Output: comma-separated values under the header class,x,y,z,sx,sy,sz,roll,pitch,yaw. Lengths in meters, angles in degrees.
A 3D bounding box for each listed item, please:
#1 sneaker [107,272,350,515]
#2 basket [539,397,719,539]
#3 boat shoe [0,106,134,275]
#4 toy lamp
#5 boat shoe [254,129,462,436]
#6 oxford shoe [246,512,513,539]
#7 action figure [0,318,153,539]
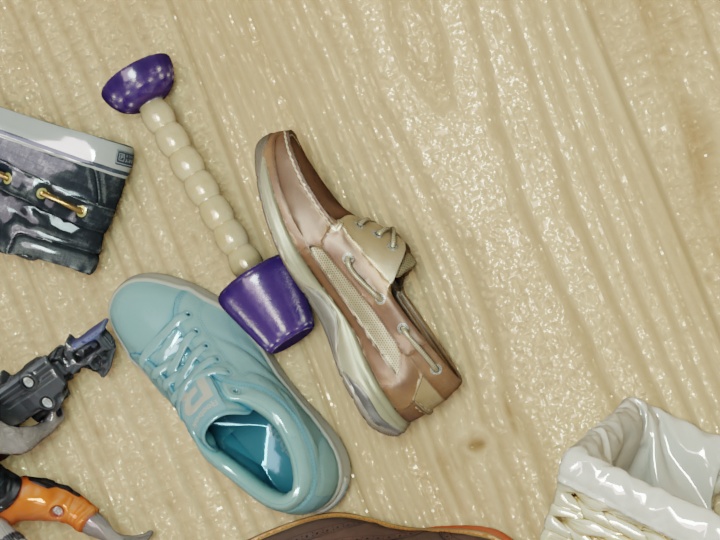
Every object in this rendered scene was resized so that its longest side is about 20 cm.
class,x,y,z,sx,sy,sz,roll,pitch,yaw
sneaker,-0.089,0.073,1.276,0.200,0.082,0.074,40,100,14
basket,0.192,0.192,1.139,0.197,0.200,0.162,25,103,15
boat shoe,-0.250,-0.064,1.327,0.198,0.071,0.092,18,91,13
toy lamp,-0.093,-0.041,1.292,0.058,0.058,0.201,-32,80,14
boat shoe,0.000,0.000,1.259,0.071,0.076,0.201,-27,92,11
oxford shoe,-0.001,0.187,1.255,0.198,0.072,0.072,-7,89,17
action figure,-0.223,0.124,1.304,0.200,0.105,0.194,-42,93,20
